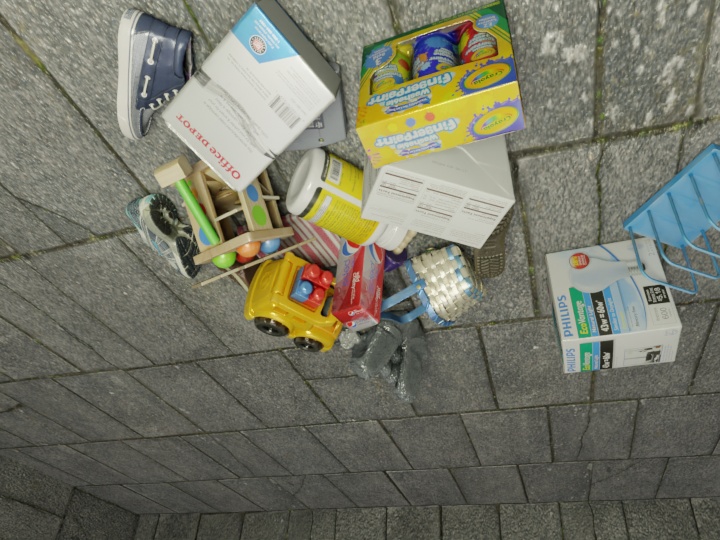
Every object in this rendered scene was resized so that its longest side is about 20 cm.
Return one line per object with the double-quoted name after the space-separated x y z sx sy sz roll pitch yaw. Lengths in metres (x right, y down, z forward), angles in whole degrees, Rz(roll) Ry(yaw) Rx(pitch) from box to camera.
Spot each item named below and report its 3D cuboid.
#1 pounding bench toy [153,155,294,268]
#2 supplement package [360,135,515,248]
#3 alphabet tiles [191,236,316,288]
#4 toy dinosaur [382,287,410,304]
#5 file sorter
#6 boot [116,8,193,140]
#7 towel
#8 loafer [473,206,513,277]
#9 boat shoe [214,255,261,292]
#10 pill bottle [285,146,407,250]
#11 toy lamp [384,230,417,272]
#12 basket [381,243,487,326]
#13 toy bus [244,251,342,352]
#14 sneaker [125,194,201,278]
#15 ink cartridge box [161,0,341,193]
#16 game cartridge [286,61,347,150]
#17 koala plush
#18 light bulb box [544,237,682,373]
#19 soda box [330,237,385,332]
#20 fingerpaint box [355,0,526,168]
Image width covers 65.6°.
-0.217 -0.088 0.864 0.121 0.161 0.199 -18 179 27 "pounding bench toy"
0.109 -0.148 0.830 0.194 0.160 0.112 13 143 -12 "supplement package"
-0.187 -0.011 0.949 0.196 0.008 0.166 -25 -174 -26 "alphabet tiles"
0.020 0.043 1.190 0.087 0.049 0.199 -27 137 26 "toy dinosaur"
0.564 -0.073 0.914 0.135 0.126 0.201 14 142 -14 "file sorter"
-0.289 -0.257 0.793 0.088 0.074 0.202 17 141 -8 "boot"
-0.124 -0.054 1.071 0.195 0.031 0.147 -10 139 29 "towel"
0.224 -0.082 0.986 0.073 0.068 0.205 -1 127 2 "loafer"
-0.247 -0.014 1.130 0.073 0.076 0.203 11 152 33 "boat shoe"
-0.016 -0.111 0.927 0.196 0.115 0.112 24 140 -24 "pill bottle"
0.089 -0.064 1.027 0.057 0.060 0.201 18 142 -18 "toy lamp"
0.133 0.043 1.076 0.198 0.142 0.176 -34 160 15 "basket"
-0.091 0.053 1.043 0.197 0.139 0.190 28 151 -24 "toy bus"
-0.372 -0.065 1.073 0.084 0.079 0.203 2 138 23 "sneaker"
-0.143 -0.230 0.746 0.198 0.085 0.145 -37 113 25 "ink cartridge box"
-0.119 -0.240 0.833 0.193 0.042 0.135 0 140 6 "game cartridge"
0.047 0.191 1.315 0.175 0.188 0.199 32 158 -20 "koala plush"
0.460 0.066 1.043 0.194 0.203 0.126 -10 140 17 "light bulb box"
0.000 0.000 0.998 0.062 0.205 0.070 -18 139 29 "soda box"
0.097 -0.236 0.706 0.194 0.171 0.074 -11 142 20 "fingerpaint box"
